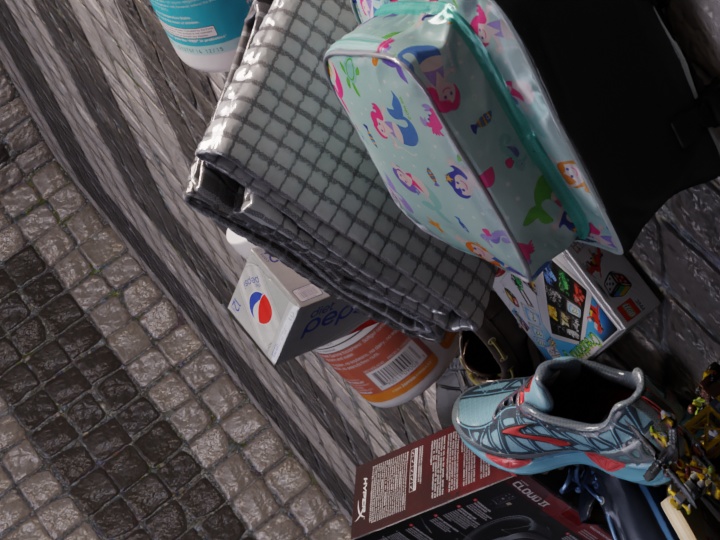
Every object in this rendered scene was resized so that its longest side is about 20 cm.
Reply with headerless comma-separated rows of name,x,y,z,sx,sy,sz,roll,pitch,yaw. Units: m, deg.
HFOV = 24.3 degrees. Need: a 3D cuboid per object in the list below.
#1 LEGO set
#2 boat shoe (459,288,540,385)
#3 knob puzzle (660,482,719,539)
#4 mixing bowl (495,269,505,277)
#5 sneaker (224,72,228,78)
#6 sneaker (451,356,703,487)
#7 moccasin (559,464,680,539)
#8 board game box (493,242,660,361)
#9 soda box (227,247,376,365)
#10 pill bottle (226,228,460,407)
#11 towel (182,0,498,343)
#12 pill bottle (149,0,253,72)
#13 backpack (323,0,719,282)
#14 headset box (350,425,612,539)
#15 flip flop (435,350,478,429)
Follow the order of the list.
LEGO set,0.236,0.166,1.004,0.200,0.116,0.154,51,168,19
boat shoe,0.108,0.060,1.362,0.072,0.059,0.200,49,168,18
knob puzzle,0.260,0.235,1.120,0.220,0.030,0.220,48,-168,-13
mixing bowl,0.011,-0.067,1.171,0.200,0.108,0.201,157,90,-80
sneaker,-0.071,-0.137,1.394,0.074,0.085,0.200,9,-170,-26
sneaker,0.139,0.089,1.168,0.199,0.080,0.096,-1,140,41
moccasin,0.185,0.167,1.219,0.080,0.068,0.201,25,-144,-52
board game box,0.134,0.002,1.155,0.127,0.035,0.200,53,169,8
soda box,0.000,0.000,1.267,0.063,0.199,0.068,48,136,23
pill bottle,-0.014,0.011,1.382,0.200,0.112,0.112,46,173,-23
towel,0.002,-0.072,0.983,0.199,0.166,0.085,31,157,-23
pill bottle,-0.125,-0.256,1.262,0.111,0.111,0.201,42,164,46
backpack,0.072,-0.098,0.862,0.178,0.150,0.200,58,173,-26
headset box,0.114,0.188,1.348,0.149,0.199,0.078,36,-139,-33
flip flop,0.097,0.087,1.495,0.081,0.057,0.201,-14,103,47
